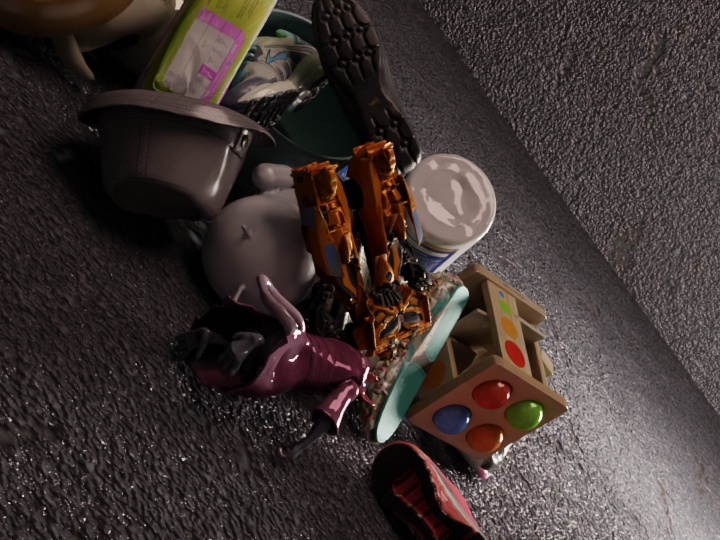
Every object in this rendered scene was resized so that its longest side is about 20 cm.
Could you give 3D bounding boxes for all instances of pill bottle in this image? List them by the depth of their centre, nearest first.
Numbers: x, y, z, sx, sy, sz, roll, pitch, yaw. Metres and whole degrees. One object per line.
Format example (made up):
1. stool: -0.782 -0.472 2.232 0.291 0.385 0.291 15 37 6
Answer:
1. pill bottle: 0.073 -0.052 1.497 0.111 0.111 0.200 52 -23 3

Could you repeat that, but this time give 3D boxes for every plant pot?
1. plant pot: -0.294 -0.315 1.196 0.200 0.200 0.027 53 -20 7
2. plant pot: -0.096 -0.172 1.427 0.200 0.134 0.201 24 47 -28

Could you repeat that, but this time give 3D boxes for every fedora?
1. fedora: -0.169 -0.094 1.152 0.200 0.176 0.091 73 24 -81

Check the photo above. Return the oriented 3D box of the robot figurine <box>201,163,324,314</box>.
1. robot figurine: -0.083 -0.020 1.236 0.200 0.113 0.170 -28 114 -72

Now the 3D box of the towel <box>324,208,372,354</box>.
1. towel: 0.000 0.000 1.296 0.034 0.200 0.193 11 -10 11

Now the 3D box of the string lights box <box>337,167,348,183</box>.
1. string lights box: -0.053 -0.131 1.629 0.200 0.059 0.103 48 17 -10

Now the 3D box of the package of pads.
1. package of pads: -0.147 -0.230 1.237 0.068 0.200 0.154 31 -14 -17

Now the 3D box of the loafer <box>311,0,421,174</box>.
1. loafer: 0.001 -0.189 1.307 0.201 0.068 0.070 65 -9 -10

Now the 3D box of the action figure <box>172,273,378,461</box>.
1. action figure: -0.053 0.071 1.097 0.200 0.149 0.134 16 30 -39

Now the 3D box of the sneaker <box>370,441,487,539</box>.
1. sneaker: 0.090 0.248 1.200 0.087 0.074 0.200 24 32 -59

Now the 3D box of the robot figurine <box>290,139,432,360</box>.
1. robot figurine: 0.006 -0.010 1.174 0.145 0.058 0.200 -24 105 -35

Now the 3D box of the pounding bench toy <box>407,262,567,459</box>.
1. pounding bench toy: 0.154 0.122 1.394 0.200 0.124 0.156 32 35 -36

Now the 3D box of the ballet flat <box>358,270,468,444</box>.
1. ballet flat: 0.042 0.085 1.308 0.064 0.200 0.076 20 -24 29

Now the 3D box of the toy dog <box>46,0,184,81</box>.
1. toy dog: -0.239 -0.271 1.322 0.200 0.139 0.194 26 43 -54

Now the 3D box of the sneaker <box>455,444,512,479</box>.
1. sneaker: 0.164 0.176 1.498 0.079 0.095 0.200 53 19 0

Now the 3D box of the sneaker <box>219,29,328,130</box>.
1. sneaker: -0.103 -0.191 1.284 0.086 0.078 0.200 44 30 2
